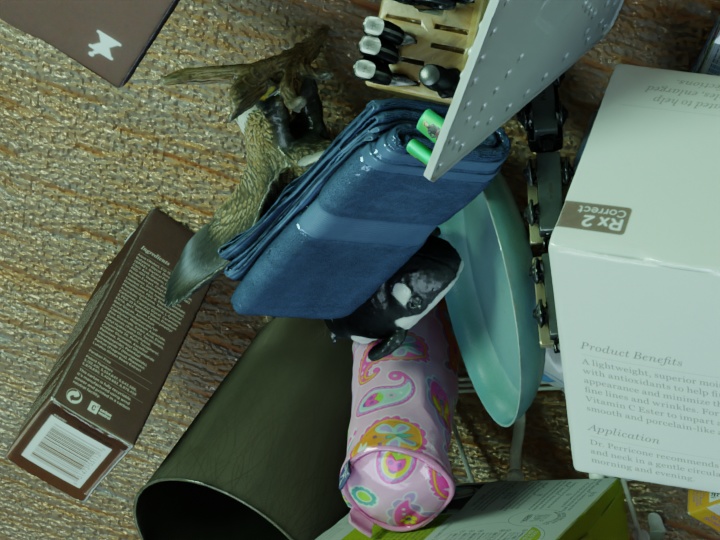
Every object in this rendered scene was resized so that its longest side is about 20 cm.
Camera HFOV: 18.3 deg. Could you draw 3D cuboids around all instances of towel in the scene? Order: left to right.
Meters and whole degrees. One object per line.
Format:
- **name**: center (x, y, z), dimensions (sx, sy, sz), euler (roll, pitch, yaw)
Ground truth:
- **towel**: center (0.001, -0.039, 1.426), dimensions (0.111, 0.049, 0.200), euler (6, 144, -36)

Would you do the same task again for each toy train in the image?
- **toy train**: center (0.120, -0.040, 1.424), dimensions (0.034, 0.201, 0.046), euler (-4, 159, 3)

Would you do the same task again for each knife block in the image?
- **knife block**: center (0.042, -0.127, 1.372), dimensions (0.064, 0.176, 0.201), euler (14, 138, 14)

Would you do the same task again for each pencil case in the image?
- **pencil case**: center (0.028, 0.097, 1.597), dimensions (0.087, 0.201, 0.088), euler (2, 128, 3)

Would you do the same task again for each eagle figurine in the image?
- **eagle figurine**: center (-0.057, -0.065, 1.532), dimensions (0.151, 0.151, 0.201), euler (7, 127, 4)

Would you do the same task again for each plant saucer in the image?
- **plant saucer**: center (0.087, 0.004, 1.503), dimensions (0.027, 0.201, 0.201), euler (-13, 137, -10)

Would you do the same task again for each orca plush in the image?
- **orca plush**: center (0.000, 0.000, 1.566), dimensions (0.071, 0.106, 0.200), euler (31, 174, -16)

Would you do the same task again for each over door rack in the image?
- **over door rack**: center (0.135, 0.156, 1.709), dimensions (0.147, 0.067, 0.201), euler (-3, 132, 29)

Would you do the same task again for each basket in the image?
- **basket**: center (-0.061, 0.143, 1.688), dimensions (0.135, 0.201, 0.181), euler (-15, 125, 38)

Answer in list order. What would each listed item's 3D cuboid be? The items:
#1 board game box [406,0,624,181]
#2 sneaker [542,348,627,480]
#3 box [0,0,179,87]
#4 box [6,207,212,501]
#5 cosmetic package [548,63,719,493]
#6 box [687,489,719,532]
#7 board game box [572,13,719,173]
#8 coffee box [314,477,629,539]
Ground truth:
- **board game box**: center (0.112, -0.169, 1.285), dimensions (0.026, 0.200, 0.200), euler (38, 141, 15)
- **sneaker**: center (0.178, 0.076, 1.575), dimensions (0.200, 0.075, 0.086), euler (50, 162, -28)
- **box**: center (-0.143, -0.256, 1.310), dimensions (0.165, 0.201, 0.164), euler (32, 138, -9)
- **box**: center (-0.180, 0.062, 1.661), dimensions (0.075, 0.201, 0.100), euler (31, 140, -11)
- **cosmetic package**: center (0.217, 0.009, 1.345), dimensions (0.164, 0.165, 0.201), euler (8, 137, 18)
- **box**: center (0.348, 0.156, 1.604), dimensions (0.119, 0.042, 0.199), euler (30, 144, -32)
- **board game box**: center (0.245, -0.079, 1.412), dimensions (0.199, 0.062, 0.201), euler (21, 139, 3)
- **coffee box**: center (0.081, 0.271, 1.585), dimensions (0.197, 0.200, 0.201), euler (-5, 98, 23)
